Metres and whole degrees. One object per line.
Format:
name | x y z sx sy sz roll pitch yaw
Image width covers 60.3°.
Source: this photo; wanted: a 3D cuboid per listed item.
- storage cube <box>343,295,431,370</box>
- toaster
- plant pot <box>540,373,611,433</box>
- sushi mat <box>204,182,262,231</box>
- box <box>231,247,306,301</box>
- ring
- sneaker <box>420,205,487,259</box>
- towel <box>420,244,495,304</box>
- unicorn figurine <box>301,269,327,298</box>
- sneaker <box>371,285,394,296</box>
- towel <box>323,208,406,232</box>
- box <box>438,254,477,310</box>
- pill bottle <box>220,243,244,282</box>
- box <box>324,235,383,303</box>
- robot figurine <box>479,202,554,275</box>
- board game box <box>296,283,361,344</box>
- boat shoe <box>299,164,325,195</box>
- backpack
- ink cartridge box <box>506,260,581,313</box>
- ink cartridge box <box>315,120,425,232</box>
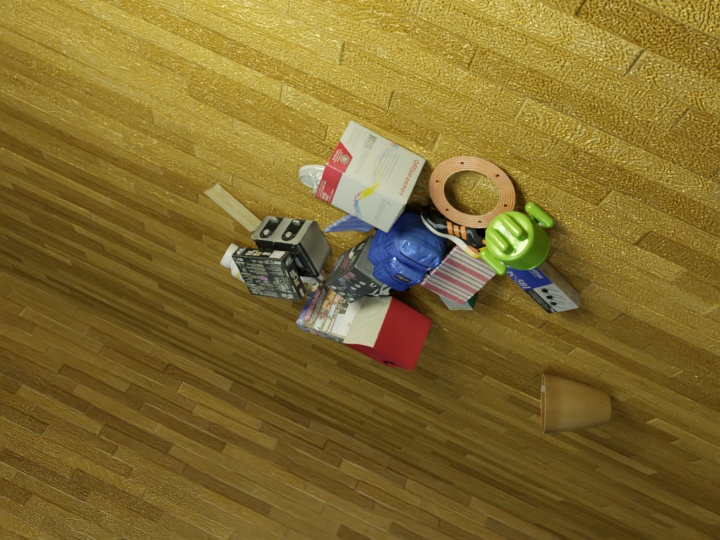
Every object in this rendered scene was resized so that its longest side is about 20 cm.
storage cube | 0.085 0.192 1.966 0.179 0.201 0.171 31 163 -30
toaster | -0.202 -0.068 1.879 0.180 0.119 0.200 8 146 30
plant pot | 0.676 0.427 1.952 0.199 0.187 0.187 2 145 12
sushi mat | -0.392 -0.194 1.935 0.095 0.012 0.200 -14 132 47
box | -0.275 0.011 1.864 0.199 0.044 0.161 5 132 33
ring | 0.255 -0.180 1.418 0.200 0.019 0.201 15 139 14
sneaker | 0.245 -0.114 1.524 0.200 0.070 0.090 33 133 -10
towel | 0.269 0.004 1.656 0.146 0.030 0.200 26 131 -18
unicorn figurine | -0.177 0.027 1.981 0.199 0.138 0.074 25 130 -20
sneaker | 0.054 0.052 1.917 0.088 0.074 0.200 37 149 -16
towel | 0.012 -0.131 1.625 0.144 0.024 0.200 -5 169 -34
box | 0.251 0.036 1.761 0.082 0.049 0.200 -2 140 39
pill bottle | -0.371 -0.008 2.116 0.200 0.112 0.111 30 150 -7
box | 0.000 0.000 1.826 0.106 0.123 0.200 36 150 -15
robot figurine | 0.359 -0.065 1.409 0.200 0.176 0.116 17 -152 -53
board game box | -0.087 0.147 2.079 0.199 0.160 0.097 17 162 17
boat shoe | -0.071 -0.212 1.600 0.201 0.065 0.075 24 151 4
backpack | 0.131 -0.046 1.610 0.162 0.168 0.200 23 152 -21
ink cartridge box | 0.467 0.032 1.592 0.200 0.044 0.094 39 146 -22
ink cartridge box | 0.023 -0.214 1.442 0.199 0.146 0.145 27 151 -2
